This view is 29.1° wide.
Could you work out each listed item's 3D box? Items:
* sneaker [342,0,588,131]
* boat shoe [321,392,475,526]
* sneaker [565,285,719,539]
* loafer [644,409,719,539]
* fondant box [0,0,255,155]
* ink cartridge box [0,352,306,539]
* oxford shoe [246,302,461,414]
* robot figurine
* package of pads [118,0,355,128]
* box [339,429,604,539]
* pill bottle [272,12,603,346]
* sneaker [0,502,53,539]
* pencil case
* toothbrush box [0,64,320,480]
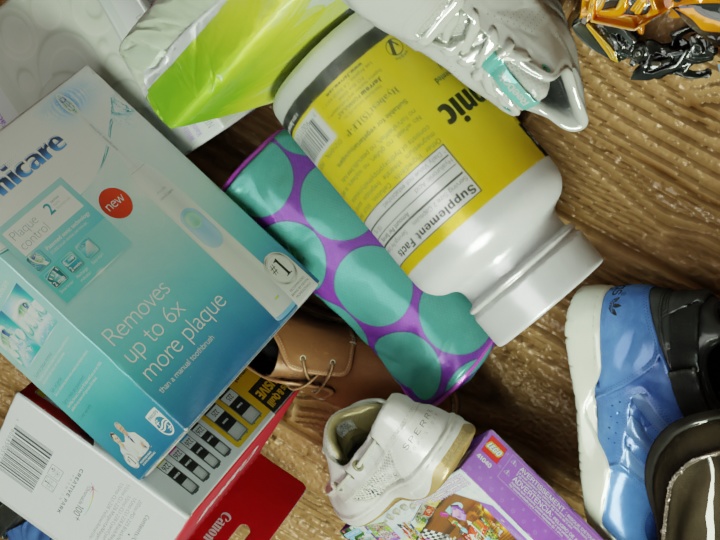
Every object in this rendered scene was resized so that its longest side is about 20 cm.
[{"bbox_3d":[0.067,-0.126,0.749,0.075,0.199,0.089,-37,60,29],"label":"sneaker"},{"bbox_3d":[0.009,0.114,0.904,0.069,0.071,0.200,37,154,-4],"label":"boat shoe"},{"bbox_3d":[0.199,0.105,0.864,0.111,0.077,0.201,-1,105,32],"label":"sneaker"},{"bbox_3d":[0.211,0.165,0.816,0.072,0.072,0.201,-10,128,-1],"label":"loafer"},{"bbox_3d":[-0.182,-0.119,0.920,0.199,0.058,0.145,-27,101,36],"label":"fondant box"},{"bbox_3d":[-0.122,0.116,0.928,0.175,0.200,0.084,35,119,3],"label":"ink cartridge box"},{"bbox_3d":[-0.028,0.065,0.946,0.199,0.071,0.072,25,117,4],"label":"oxford shoe"},{"bbox_3d":[0.208,-0.165,0.764,0.199,0.058,0.146,12,115,15],"label":"robot figurine"},{"bbox_3d":[-0.028,-0.173,0.795,0.200,0.154,0.068,-40,84,27],"label":"package of pads"},{"bbox_3d":[0.080,0.189,0.926,0.137,0.039,0.200,45,149,-2],"label":"box"},{"bbox_3d":[0.049,-0.057,0.827,0.111,0.111,0.200,-42,86,30],"label":"pill bottle"},{"bbox_3d":[-0.243,0.224,1.098,0.111,0.076,0.200,55,148,23],"label":"sneaker"},{"bbox_3d":[0.000,0.000,0.899,0.200,0.085,0.093,41,104,0],"label":"pencil case"},{"bbox_3d":[-0.149,-0.001,0.835,0.200,0.146,0.085,43,139,0],"label":"toothbrush box"}]
